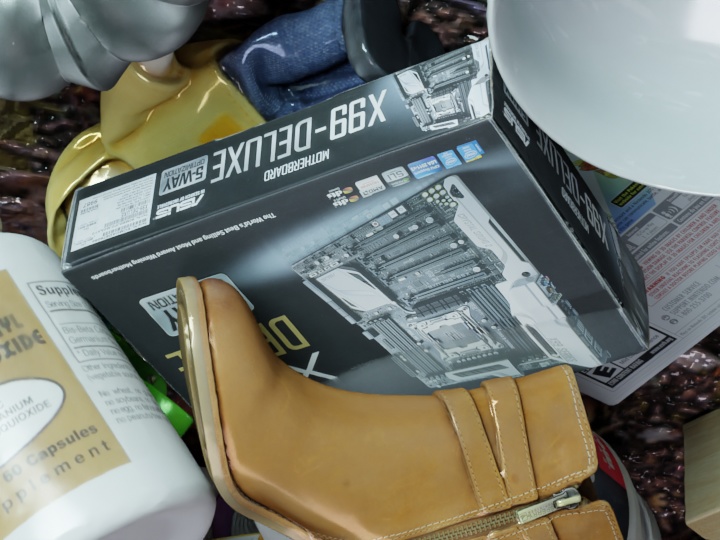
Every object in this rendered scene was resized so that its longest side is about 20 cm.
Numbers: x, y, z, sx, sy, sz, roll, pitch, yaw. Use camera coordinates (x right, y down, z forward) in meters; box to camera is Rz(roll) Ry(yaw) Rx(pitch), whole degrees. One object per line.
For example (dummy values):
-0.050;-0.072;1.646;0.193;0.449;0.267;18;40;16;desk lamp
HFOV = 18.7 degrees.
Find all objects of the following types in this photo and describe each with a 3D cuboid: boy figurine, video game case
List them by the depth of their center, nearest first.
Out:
-0.064;-0.062;0.939;0.200;0.064;0.124;-22;136;25;boy figurine
0.104;-0.024;0.998;0.182;0.022;0.200;25;137;-22;video game case

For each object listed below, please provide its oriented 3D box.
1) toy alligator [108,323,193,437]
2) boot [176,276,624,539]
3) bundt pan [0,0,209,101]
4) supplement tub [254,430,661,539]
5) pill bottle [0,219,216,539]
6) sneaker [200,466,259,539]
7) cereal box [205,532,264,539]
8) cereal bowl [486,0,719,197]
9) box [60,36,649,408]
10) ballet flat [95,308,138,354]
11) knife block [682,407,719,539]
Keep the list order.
-0.149;0.023;1.014;0.200;0.059;0.054;34;169;22;toy alligator
0.017;0.070;0.905;0.155;0.077;0.200;-21;103;-1;boot
-0.127;-0.144;0.805;0.202;0.076;0.202;-3;129;-4;bundt pan
0.050;0.116;1.066;0.140;0.141;0.200;-19;144;26;supplement tub
-0.158;0.049;0.916;0.114;0.200;0.114;-31;159;-13;pill bottle
-0.081;0.161;1.213;0.099;0.075;0.200;9;146;23;sneaker
-0.066;0.197;1.142;0.144;0.040;0.200;41;147;-25;cereal box
0.149;-0.122;0.827;0.200;0.083;0.200;4;140;3;cereal bowl
0.000;0.000;0.922;0.200;0.050;0.158;-18;134;21;box
-0.073;0.009;1.039;0.200;0.068;0.062;-18;163;30;ballet flat
0.265;0.064;1.053;0.200;0.064;0.176;4;140;2;knife block
